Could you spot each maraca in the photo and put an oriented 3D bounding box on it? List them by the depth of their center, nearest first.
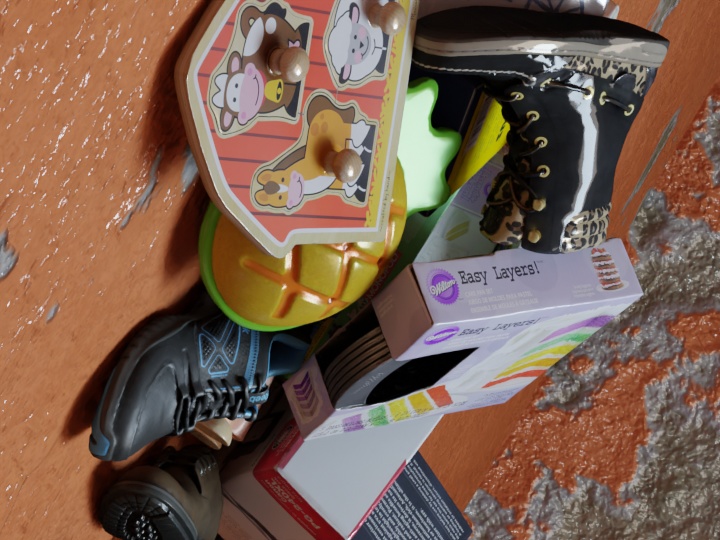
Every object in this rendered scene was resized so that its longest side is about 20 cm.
[{"bbox_3d":[-0.018,-0.044,1.347,0.200,0.107,0.138,-39,131,-14],"label":"maraca"}]

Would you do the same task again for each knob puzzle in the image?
[{"bbox_3d":[-0.029,-0.104,1.211,0.219,0.030,0.222,-20,117,-48],"label":"knob puzzle"}]

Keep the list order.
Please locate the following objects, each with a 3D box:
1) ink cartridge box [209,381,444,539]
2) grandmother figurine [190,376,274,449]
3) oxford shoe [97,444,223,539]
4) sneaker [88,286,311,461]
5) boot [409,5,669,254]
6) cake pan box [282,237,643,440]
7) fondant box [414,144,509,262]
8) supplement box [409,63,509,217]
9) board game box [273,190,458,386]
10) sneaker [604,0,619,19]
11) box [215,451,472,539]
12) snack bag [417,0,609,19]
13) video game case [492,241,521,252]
[{"bbox_3d":[-0.037,0.133,1.603,0.146,0.083,0.200,-52,-166,-25],"label":"ink cartridge box"},{"bbox_3d":[-0.061,0.035,1.525,0.201,0.060,0.121,-56,-165,-14],"label":"grandmother figurine"},{"bbox_3d":[-0.139,0.158,1.503,0.200,0.072,0.085,80,24,-74],"label":"oxford shoe"},{"bbox_3d":[-0.103,0.068,1.374,0.200,0.082,0.074,-44,162,-49],"label":"sneaker"},{"bbox_3d":[0.106,-0.090,1.362,0.199,0.073,0.152,-4,114,-39],"label":"boot"},{"bbox_3d":[0.066,0.047,1.445,0.199,0.053,0.184,-7,154,-37],"label":"cake pan box"},{"bbox_3d":[0.070,-0.061,1.672,0.200,0.058,0.145,-105,-141,-69],"label":"fondant box"},{"bbox_3d":[0.057,-0.141,1.489,0.200,0.108,0.110,-42,158,-54],"label":"supplement box"},{"bbox_3d":[0.000,0.000,1.570,0.201,0.029,0.134,-57,-167,-8],"label":"board game box"},{"bbox_3d":[0.142,-0.158,1.789,0.201,0.115,0.074,-60,170,5],"label":"sneaker"},{"bbox_3d":[-0.047,0.253,1.737,0.199,0.124,0.198,-23,-164,43],"label":"box"},{"bbox_3d":[0.095,-0.229,1.349,0.199,0.021,0.190,11,107,-33],"label":"snack bag"},{"bbox_3d":[0.114,-0.045,1.642,0.201,0.023,0.183,-90,-155,-60],"label":"video game case"}]
